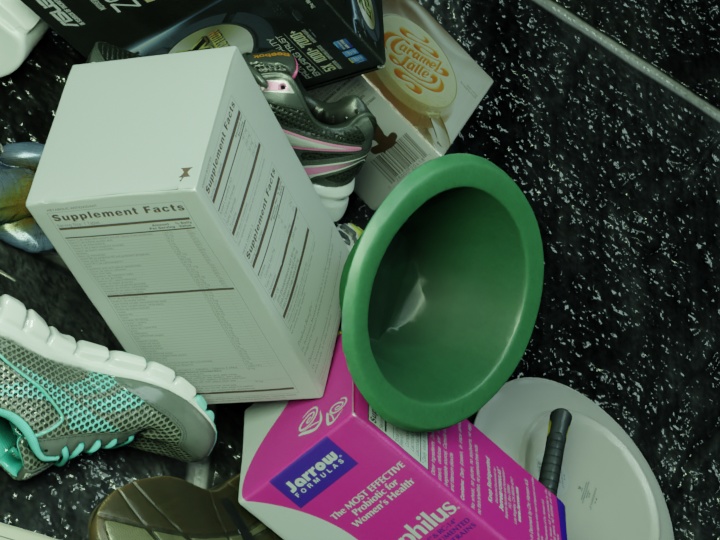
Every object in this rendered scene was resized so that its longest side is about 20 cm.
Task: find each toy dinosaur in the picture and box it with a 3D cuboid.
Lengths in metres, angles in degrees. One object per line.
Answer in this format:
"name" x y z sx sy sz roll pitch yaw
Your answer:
"toy dinosaur" -0.234 -0.033 1.390 0.181 0.200 0.105 4 97 -19

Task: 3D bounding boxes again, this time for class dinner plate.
"dinner plate" 0.159 0.163 1.643 0.200 0.024 0.200 25 47 -29

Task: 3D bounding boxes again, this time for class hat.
"hat" 0.000 0.000 1.420 0.200 0.176 0.166 40 74 -46

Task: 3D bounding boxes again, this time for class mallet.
"mallet" 0.120 0.174 1.534 0.041 0.066 0.200 13 61 1

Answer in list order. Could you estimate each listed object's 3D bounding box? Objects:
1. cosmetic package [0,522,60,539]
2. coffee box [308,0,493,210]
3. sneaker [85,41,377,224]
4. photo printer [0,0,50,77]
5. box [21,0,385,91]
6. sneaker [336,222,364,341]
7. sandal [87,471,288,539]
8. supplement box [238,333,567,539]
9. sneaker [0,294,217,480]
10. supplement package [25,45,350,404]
"cosmetic package" -0.204 0.195 1.216 0.200 0.087 0.104 23 47 -30
"coffee box" -0.016 -0.158 1.620 0.200 0.080 0.114 46 39 -9
"sneaker" -0.079 -0.108 1.442 0.200 0.086 0.080 20 27 -27
"photo printer" -0.248 -0.235 1.495 0.166 0.069 0.200 38 42 -11
"box" -0.099 -0.185 1.444 0.200 0.163 0.086 43 38 -55
"sneaker" -0.019 0.029 1.534 0.074 0.085 0.200 41 18 3
"sandal" -0.100 0.161 1.375 0.082 0.055 0.200 59 25 9
"supplement box" 0.029 0.145 1.438 0.200 0.101 0.103 41 24 -21
"sneaker" -0.177 0.085 1.348 0.200 0.078 0.091 24 63 -26
"supplement package" -0.095 -0.022 1.362 0.200 0.114 0.110 62 32 -46
